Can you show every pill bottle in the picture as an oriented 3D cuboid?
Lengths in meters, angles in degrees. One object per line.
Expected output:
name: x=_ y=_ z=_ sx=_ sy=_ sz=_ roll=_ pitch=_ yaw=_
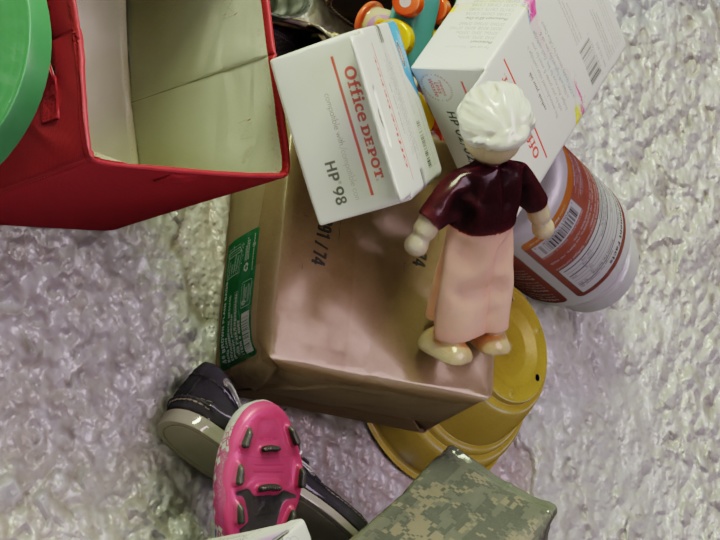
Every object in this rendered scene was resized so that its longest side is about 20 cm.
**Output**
pill bottle: x=0.149 y=-0.037 z=1.930 sx=0.200 sy=0.112 sz=0.113 roll=37 pitch=52 yaw=-56

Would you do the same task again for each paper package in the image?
paper package: x=0.000 y=0.000 z=1.747 sx=0.190 sy=0.103 sz=0.201 roll=12 pitch=69 yaw=-22

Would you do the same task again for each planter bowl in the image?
planter bowl: x=0.087 y=0.065 z=1.873 sx=0.200 sy=0.083 sz=0.201 roll=16 pitch=67 yaw=-43

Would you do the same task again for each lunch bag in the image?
lunch bag: x=0.044 y=0.258 z=1.712 sx=0.164 sy=0.117 sz=0.200 roll=-38 pitch=150 yaw=-45

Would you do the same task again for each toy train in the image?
toy train: x=0.044 y=-0.162 z=1.853 sx=0.150 sy=0.055 sz=0.200 roll=-54 pitch=150 yaw=-40

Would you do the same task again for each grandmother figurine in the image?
grandmother figurine: x=0.080 y=-0.034 z=1.638 sx=0.121 sy=0.060 sz=0.201 roll=-18 pitch=127 yaw=-41

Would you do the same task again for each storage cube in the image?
storage cube: x=-0.176 y=-0.126 z=1.573 sx=0.200 sy=0.179 sz=0.172 roll=2 pitch=78 yaw=-48

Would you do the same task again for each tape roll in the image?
tape roll: x=-0.289 y=-0.137 z=1.446 sx=0.048 sy=0.200 sz=0.201 roll=30 pitch=50 yaw=-80

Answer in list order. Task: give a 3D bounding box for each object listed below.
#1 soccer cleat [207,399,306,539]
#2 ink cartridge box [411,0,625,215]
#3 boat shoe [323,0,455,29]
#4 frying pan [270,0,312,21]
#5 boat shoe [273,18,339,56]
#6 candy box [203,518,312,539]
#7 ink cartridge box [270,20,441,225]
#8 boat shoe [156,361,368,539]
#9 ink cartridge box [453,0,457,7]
soccer cleat: x=-0.083 y=0.187 z=1.640 sx=0.070 sy=0.086 sz=0.201 roll=-6 pitch=96 yaw=-39
ink cartridge box: x=0.107 y=-0.141 z=1.723 sx=0.200 sy=0.068 sz=0.115 roll=-56 pitch=135 yaw=-33
boat shoe: x=0.045 y=-0.199 z=1.912 sx=0.200 sy=0.070 sz=0.071 roll=10 pitch=67 yaw=-45
frying pan: x=-0.113 y=-0.248 z=1.750 sx=0.190 sy=0.031 sz=0.115 roll=41 pitch=31 yaw=-6
boat shoe: x=-0.045 y=-0.155 z=1.811 sx=0.200 sy=0.059 sz=0.072 roll=8 pitch=72 yaw=-46
candy box: x=-0.078 y=0.276 z=1.570 sx=0.071 sy=0.167 sz=0.201 roll=-32 pitch=102 yaw=-48
ink cartridge box: x=-0.004 y=-0.100 z=1.598 sx=0.200 sy=0.066 sz=0.116 roll=-39 pitch=113 yaw=-78
boat shoe: x=-0.056 y=0.138 z=1.707 sx=0.200 sy=0.073 sz=0.063 roll=39 pitch=56 yaw=-27
ink cartridge box: x=0.127 y=-0.202 z=1.883 sx=0.200 sy=0.050 sz=0.161 roll=-6 pitch=113 yaw=-70
